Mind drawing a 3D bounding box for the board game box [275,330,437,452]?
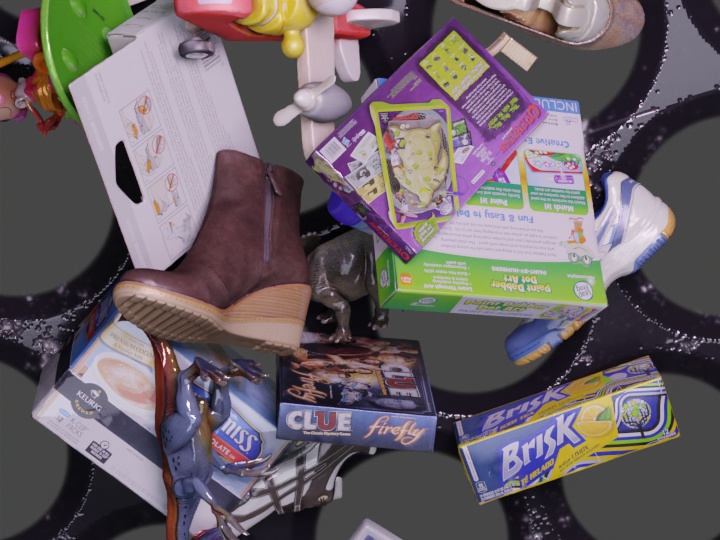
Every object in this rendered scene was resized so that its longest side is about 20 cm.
[{"bbox_3d":[-0.007,0.104,1.653,0.135,0.200,0.035,5,106,-5],"label":"board game box"}]

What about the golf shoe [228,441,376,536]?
[{"bbox_3d":[-0.067,0.203,1.746,0.094,0.078,0.200,41,103,-14],"label":"golf shoe"}]

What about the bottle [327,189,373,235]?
[{"bbox_3d":[0.073,-0.040,1.646,0.200,0.084,0.065,23,76,-14],"label":"bottle"}]

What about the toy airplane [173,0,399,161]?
[{"bbox_3d":[-0.042,-0.219,1.552,0.200,0.141,0.199,50,57,-21],"label":"toy airplane"}]

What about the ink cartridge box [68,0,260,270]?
[{"bbox_3d":[-0.170,-0.113,1.586,0.043,0.174,0.200,10,128,40],"label":"ink cartridge box"}]

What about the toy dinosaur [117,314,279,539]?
[{"bbox_3d":[-0.143,0.158,1.609,0.200,0.105,0.182,35,110,21],"label":"toy dinosaur"}]

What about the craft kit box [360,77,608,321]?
[{"bbox_3d":[0.105,-0.059,1.593,0.199,0.049,0.198,5,64,-22],"label":"craft kit box"}]

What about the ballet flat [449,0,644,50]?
[{"bbox_3d":[0.156,-0.232,1.625,0.199,0.067,0.068,12,107,-6],"label":"ballet flat"}]

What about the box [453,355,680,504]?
[{"bbox_3d":[0.191,0.149,1.743,0.199,0.070,0.064,-20,105,4],"label":"box"}]

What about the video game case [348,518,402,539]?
[{"bbox_3d":[0.035,0.364,1.829,0.200,0.023,0.182,33,103,-11],"label":"video game case"}]

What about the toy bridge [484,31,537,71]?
[{"bbox_3d":[0.071,-0.133,1.672,0.067,0.027,0.200,36,103,-12],"label":"toy bridge"}]

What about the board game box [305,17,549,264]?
[{"bbox_3d":[0.058,-0.111,1.555,0.120,0.032,0.200,43,58,2],"label":"board game box"}]

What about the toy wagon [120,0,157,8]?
[{"bbox_3d":[-0.207,-0.321,1.596,0.155,0.040,0.200,25,104,-10],"label":"toy wagon"}]

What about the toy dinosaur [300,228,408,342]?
[{"bbox_3d":[0.000,0.000,1.686,0.199,0.077,0.103,-9,114,4],"label":"toy dinosaur"}]

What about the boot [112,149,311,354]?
[{"bbox_3d":[-0.126,-0.023,1.582,0.200,0.072,0.167,16,64,-41],"label":"boot"}]

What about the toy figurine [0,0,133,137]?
[{"bbox_3d":[-0.290,-0.168,1.604,0.184,0.200,0.151,-7,65,24],"label":"toy figurine"}]

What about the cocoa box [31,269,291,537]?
[{"bbox_3d":[-0.176,0.120,1.685,0.200,0.133,0.131,39,100,-13],"label":"cocoa box"}]

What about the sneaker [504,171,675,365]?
[{"bbox_3d":[0.192,-0.004,1.703,0.088,0.075,0.200,43,94,-3],"label":"sneaker"}]
